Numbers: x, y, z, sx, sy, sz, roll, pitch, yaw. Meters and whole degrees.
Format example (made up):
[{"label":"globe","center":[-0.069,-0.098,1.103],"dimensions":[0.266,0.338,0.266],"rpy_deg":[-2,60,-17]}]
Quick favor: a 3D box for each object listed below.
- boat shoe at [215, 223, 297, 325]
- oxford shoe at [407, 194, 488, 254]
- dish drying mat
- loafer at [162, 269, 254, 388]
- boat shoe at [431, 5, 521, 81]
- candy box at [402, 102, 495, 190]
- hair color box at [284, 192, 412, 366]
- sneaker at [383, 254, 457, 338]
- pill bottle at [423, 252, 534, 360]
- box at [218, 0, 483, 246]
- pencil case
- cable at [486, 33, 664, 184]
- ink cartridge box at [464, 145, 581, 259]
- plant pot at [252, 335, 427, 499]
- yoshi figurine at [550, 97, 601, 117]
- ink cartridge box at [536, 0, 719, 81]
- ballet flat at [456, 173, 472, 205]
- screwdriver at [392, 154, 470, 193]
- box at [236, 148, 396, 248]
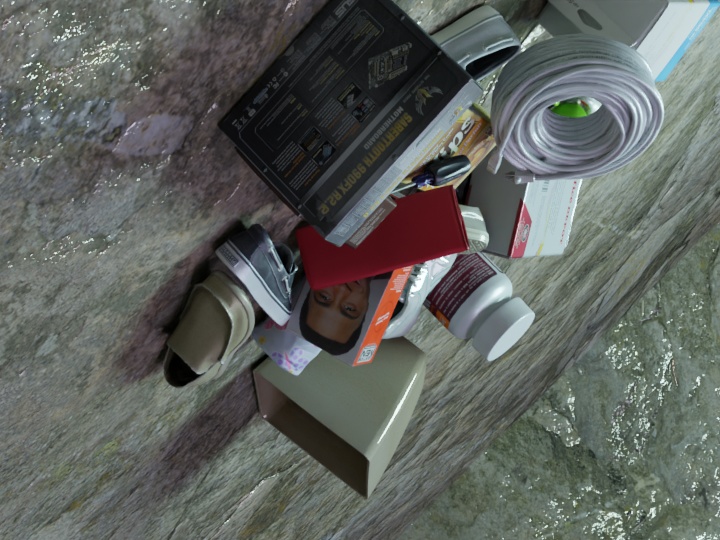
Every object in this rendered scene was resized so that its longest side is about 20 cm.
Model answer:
[{"label":"boat shoe","center":[-0.102,0.001,1.611],"dimensions":[0.068,0.072,0.200],"rpy_deg":[-41,155,-4]},{"label":"oxford shoe","center":[0.072,-0.066,1.780],"dimensions":[0.199,0.058,0.075],"rpy_deg":[10,155,-29]},{"label":"dish drying mat","center":[0.024,-0.036,1.631],"dimensions":[0.198,0.078,0.018],"rpy_deg":[-15,177,21]},{"label":"loafer","center":[-0.174,0.076,1.600],"dimensions":[0.068,0.076,0.201],"rpy_deg":[-39,163,-35]},{"label":"boat shoe","center":[0.094,-0.213,1.552],"dimensions":[0.200,0.072,0.070],"rpy_deg":[-37,161,-22]},{"label":"candy box","center":[0.092,-0.154,1.703],"dimensions":[0.116,0.055,0.200],"rpy_deg":[-47,162,12]},{"label":"hair color box","center":[0.000,0.000,1.683],"dimensions":[0.061,0.101,0.201],"rpy_deg":[-5,119,-68]},{"label":"sneaker","center":[0.071,0.006,1.879],"dimensions":[0.202,0.070,0.080],"rpy_deg":[-65,167,14]},{"label":"pill bottle","center":[0.137,0.022,1.956],"dimensions":[0.109,0.200,0.110],"rpy_deg":[-38,161,-16]},{"label":"box","center":[-0.010,-0.149,1.324],"dimensions":[0.200,0.158,0.048],"rpy_deg":[-47,162,8]},{"label":"pencil case","center":[-0.046,0.036,1.784],"dimensions":[0.200,0.091,0.083],"rpy_deg":[-47,120,5]},{"label":"cable","center":[0.251,-0.187,1.670],"dimensions":[0.198,0.070,0.201],"rpy_deg":[3,141,-1]},{"label":"ink cartridge box","center":[0.217,-0.097,1.907],"dimensions":[0.200,0.082,0.147],"rpy_deg":[-4,107,-63]},{"label":"plant pot","center":[-0.013,0.165,1.986],"dimensions":[0.177,0.199,0.200],"rpy_deg":[-48,164,-19]},{"label":"yoshi figurine","center":[0.310,-0.238,1.932],"dimensions":[0.111,0.113,0.201],"rpy_deg":[-14,150,-33]},{"label":"ink cartridge box","center":[0.321,-0.313,1.735],"dimensions":[0.199,0.129,0.126],"rpy_deg":[-16,146,-56]},{"label":"ballet flat","center":[0.142,-0.105,1.912],"dimensions":[0.069,0.068,0.200],"rpy_deg":[-57,163,-4]},{"label":"screwdriver","center":[0.047,-0.095,1.632],"dimensions":[0.199,0.028,0.029],"rpy_deg":[-22,-175,-29]},{"label":"box","center":[-0.041,-0.093,1.475],"dimensions":[0.075,0.100,0.200],"rpy_deg":[-45,162,4]}]
